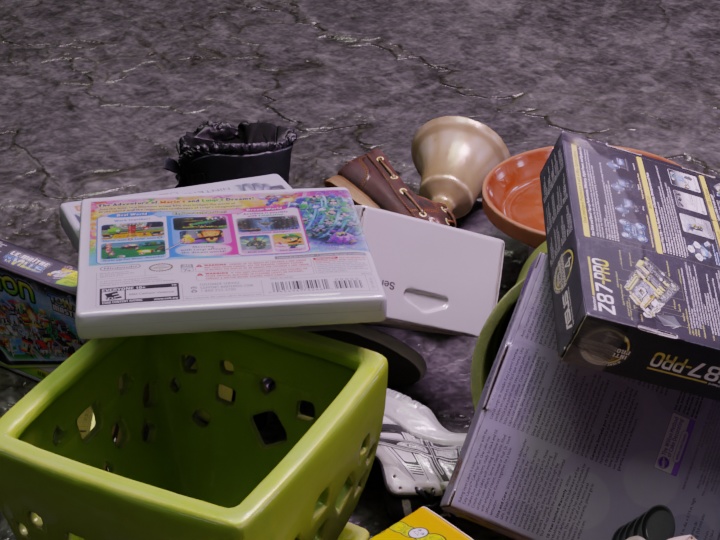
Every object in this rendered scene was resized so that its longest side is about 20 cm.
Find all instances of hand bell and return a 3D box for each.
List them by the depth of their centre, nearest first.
[{"bbox_3d":[0.074,-0.049,1.438,0.104,0.104,0.200,8,44,15],"label":"hand bell"}]

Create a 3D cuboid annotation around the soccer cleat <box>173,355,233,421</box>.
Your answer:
[{"bbox_3d":[-0.110,0.026,1.168,0.084,0.065,0.200,-18,47,14],"label":"soccer cleat"}]

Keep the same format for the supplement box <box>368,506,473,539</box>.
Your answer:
[{"bbox_3d":[0.003,0.250,0.900,0.200,0.109,0.109,-25,39,-35],"label":"supplement box"}]

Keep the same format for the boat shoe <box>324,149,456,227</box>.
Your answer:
[{"bbox_3d":[0.050,-0.041,1.356,0.070,0.070,0.200,-34,59,-15],"label":"boat shoe"}]

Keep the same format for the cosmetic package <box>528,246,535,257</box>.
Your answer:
[{"bbox_3d":[0.258,-0.002,1.347,0.199,0.071,0.102,-3,31,-4],"label":"cosmetic package"}]

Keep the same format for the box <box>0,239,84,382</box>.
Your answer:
[{"bbox_3d":[-0.281,0.037,1.262,0.200,0.110,0.035,17,36,28],"label":"box"}]

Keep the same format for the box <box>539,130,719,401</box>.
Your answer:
[{"bbox_3d":[0.209,-0.002,1.010,0.161,0.049,0.200,16,39,-12],"label":"box"}]

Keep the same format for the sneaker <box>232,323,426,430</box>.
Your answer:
[{"bbox_3d":[-0.049,0.092,1.216,0.199,0.071,0.099,10,49,-1],"label":"sneaker"}]

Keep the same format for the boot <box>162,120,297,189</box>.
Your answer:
[{"bbox_3d":[-0.076,-0.054,1.354,0.198,0.163,0.073,-1,29,-2],"label":"boot"}]

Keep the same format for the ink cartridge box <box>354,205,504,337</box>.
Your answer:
[{"bbox_3d":[0.000,0.000,1.226,0.145,0.084,0.200,12,-5,-34],"label":"ink cartridge box"}]

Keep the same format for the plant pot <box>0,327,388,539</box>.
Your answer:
[{"bbox_3d":[-0.107,0.155,0.993,0.200,0.182,0.199,15,35,23],"label":"plant pot"}]

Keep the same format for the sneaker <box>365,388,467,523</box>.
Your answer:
[{"bbox_3d":[0.062,0.161,1.100,0.200,0.076,0.088,17,49,36],"label":"sneaker"}]

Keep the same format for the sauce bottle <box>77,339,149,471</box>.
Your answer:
[{"bbox_3d":[-0.189,0.092,1.134,0.065,0.065,0.200,5,60,9],"label":"sauce bottle"}]

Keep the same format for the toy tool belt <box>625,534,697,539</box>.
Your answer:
[{"bbox_3d":[0.188,0.248,0.890,0.123,0.125,0.200,5,31,26],"label":"toy tool belt"}]

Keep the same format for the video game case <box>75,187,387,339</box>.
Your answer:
[{"bbox_3d":[-0.093,-0.009,1.029,0.199,0.024,0.182,-3,27,-8],"label":"video game case"}]

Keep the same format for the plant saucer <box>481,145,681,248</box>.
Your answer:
[{"bbox_3d":[0.209,-0.060,1.347,0.200,0.032,0.200,-2,29,1],"label":"plant saucer"}]

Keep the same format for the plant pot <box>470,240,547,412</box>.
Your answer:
[{"bbox_3d":[0.186,0.049,1.179,0.199,0.201,0.190,1,20,4],"label":"plant pot"}]

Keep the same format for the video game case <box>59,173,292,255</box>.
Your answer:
[{"bbox_3d":[-0.111,-0.019,1.101,0.181,0.023,0.200,-10,27,-21],"label":"video game case"}]

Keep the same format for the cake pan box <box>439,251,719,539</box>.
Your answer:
[{"bbox_3d":[0.173,0.105,1.027,0.184,0.200,0.052,21,-10,-3],"label":"cake pan box"}]
